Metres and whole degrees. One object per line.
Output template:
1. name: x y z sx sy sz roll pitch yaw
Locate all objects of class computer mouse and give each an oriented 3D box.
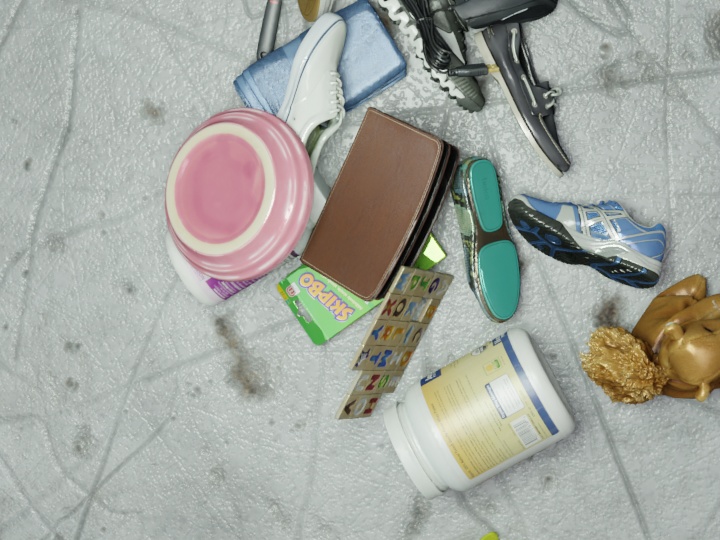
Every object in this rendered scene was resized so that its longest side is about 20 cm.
1. computer mouse: 0.153 -0.295 1.568 0.198 0.046 0.142 -9 70 -18

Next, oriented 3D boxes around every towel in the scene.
1. towel: -0.048 -0.237 1.652 0.199 0.049 0.112 -30 91 9

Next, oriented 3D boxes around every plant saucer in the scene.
1. plant saucer: -0.149 -0.090 1.556 0.199 0.051 0.203 -4 81 28

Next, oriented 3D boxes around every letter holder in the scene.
1. letter holder: 0.043 -0.065 1.575 0.142 0.100 0.201 30 98 44

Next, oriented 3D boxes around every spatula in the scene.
1. spatula: -0.100 -0.351 1.659 0.056 0.021 0.202 14 98 1

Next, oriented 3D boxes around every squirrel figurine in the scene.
1. squirrel figurine: 0.358 0.104 1.567 0.198 0.187 0.143 -21 93 8

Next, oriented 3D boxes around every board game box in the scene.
1. board game box: 0.000 0.000 1.680 0.199 0.030 0.096 -35 89 6

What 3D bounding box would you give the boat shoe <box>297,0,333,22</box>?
1. boat shoe: -0.030 -0.397 1.623 0.069 0.071 0.202 -4 112 -35

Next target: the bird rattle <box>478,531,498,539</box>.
1. bird rattle: 0.134 0.435 1.676 0.163 0.113 0.200 40 102 -15

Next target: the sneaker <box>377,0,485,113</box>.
1. sneaker: 0.100 -0.284 1.620 0.090 0.066 0.201 -37 88 11

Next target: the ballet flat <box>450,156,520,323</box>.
1. ballet flat: 0.148 -0.037 1.643 0.073 0.074 0.202 -7 91 7

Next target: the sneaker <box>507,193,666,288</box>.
1. sneaker: 0.272 -0.049 1.630 0.199 0.076 0.077 24 72 6

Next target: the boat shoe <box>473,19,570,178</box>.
1. boat shoe: 0.206 -0.208 1.613 0.062 0.073 0.201 -29 87 12

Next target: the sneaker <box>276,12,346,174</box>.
1. sneaker: -0.048 -0.198 1.585 0.070 0.073 0.202 21 94 22

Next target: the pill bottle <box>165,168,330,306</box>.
1. pill bottle: -0.128 -0.051 1.647 0.199 0.112 0.113 -31 91 9

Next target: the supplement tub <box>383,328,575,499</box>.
1. supplement tub: 0.141 0.174 1.621 0.199 0.144 0.145 -29 92 8

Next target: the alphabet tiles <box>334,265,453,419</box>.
1. alphabet tiles: 0.036 0.089 1.618 0.008 0.167 0.201 30 99 22
